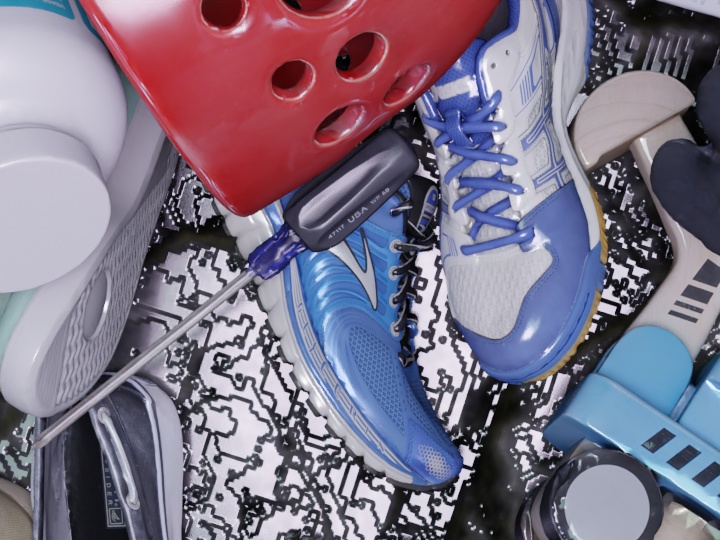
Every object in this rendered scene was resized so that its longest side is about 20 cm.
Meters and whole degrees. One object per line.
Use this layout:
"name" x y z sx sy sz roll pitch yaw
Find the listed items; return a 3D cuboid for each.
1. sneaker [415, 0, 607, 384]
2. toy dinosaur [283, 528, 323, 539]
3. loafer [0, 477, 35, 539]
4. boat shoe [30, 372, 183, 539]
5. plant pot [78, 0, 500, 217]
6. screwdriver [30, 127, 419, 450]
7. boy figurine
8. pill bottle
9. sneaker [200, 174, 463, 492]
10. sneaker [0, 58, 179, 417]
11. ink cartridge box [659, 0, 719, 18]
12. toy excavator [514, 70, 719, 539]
"sneaker" 0.049 -0.053 1.197 0.075 0.088 0.200 -17 61 30
"toy dinosaur" -0.004 0.160 1.253 0.200 0.047 0.088 3 97 5
"loafer" -0.232 0.095 1.247 0.200 0.068 0.076 14 91 2
"boat shoe" -0.107 0.143 1.231 0.072 0.068 0.200 -4 86 27
"plant pot" -0.024 -0.147 1.111 0.182 0.200 0.201 -30 89 4
"screwdriver" -0.057 0.011 1.198 0.200 0.029 0.028 -40 82 4
"boy figurine" 0.203 -0.049 1.191 0.064 0.200 0.124 50 125 29
"pill bottle" -0.157 -0.085 1.136 0.111 0.111 0.200 -26 49 2
"sneaker" 0.000 0.000 1.235 0.089 0.079 0.200 -25 89 4
"sneaker" -0.150 -0.020 1.202 0.118 0.201 0.074 11 131 5
"ink cartridge box" 0.211 -0.153 1.179 0.200 0.196 0.043 16 129 3
"toy excavator" 0.135 0.042 1.233 0.194 0.100 0.200 34 77 2
